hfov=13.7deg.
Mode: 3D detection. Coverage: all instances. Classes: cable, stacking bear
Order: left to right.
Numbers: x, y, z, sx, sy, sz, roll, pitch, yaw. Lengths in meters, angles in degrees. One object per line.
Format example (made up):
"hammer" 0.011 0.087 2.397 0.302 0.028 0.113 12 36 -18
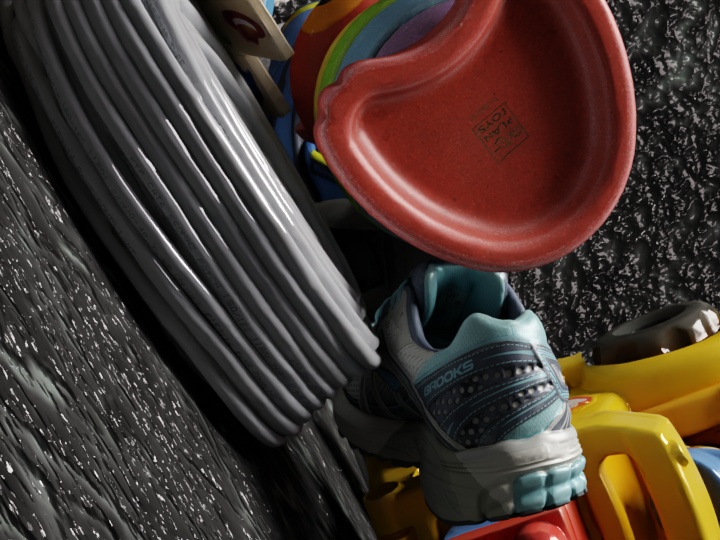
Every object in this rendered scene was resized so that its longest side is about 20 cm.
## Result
"cable" -0.062 -0.033 1.145 0.201 0.069 0.200 58 3 -23
"stacking bear" 0.026 -0.069 1.203 0.114 0.121 0.200 52 -7 -18

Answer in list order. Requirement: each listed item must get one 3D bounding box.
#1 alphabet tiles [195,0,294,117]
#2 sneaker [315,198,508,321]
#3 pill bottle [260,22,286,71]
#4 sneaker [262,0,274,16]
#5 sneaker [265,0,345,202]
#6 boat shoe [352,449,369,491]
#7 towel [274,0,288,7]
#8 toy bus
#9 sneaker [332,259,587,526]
"alphabet tiles" -0.106 -0.137 1.247 0.200 0.008 0.168 15 -37 55
"sneaker" 0.000 0.000 1.312 0.200 0.090 0.076 168 -80 -65
"pill bottle" -0.007 -0.036 1.631 0.116 0.115 0.200 55 5 -48
"sneaker" -0.101 -0.175 1.286 0.073 0.082 0.201 -43 114 -57
"sneaker" -0.016 -0.028 1.443 0.079 0.065 0.201 -97 -173 -67
"boat shoe" 0.048 0.133 1.413 0.068 0.072 0.201 5 59 -53
"towel" -0.074 -0.178 1.398 0.200 0.034 0.133 -36 103 -58
"toy bus" 0.100 0.104 1.247 0.192 0.199 0.136 -44 114 -81
"sneaker" 0.039 0.033 1.181 0.200 0.077 0.087 -151 -127 -70
